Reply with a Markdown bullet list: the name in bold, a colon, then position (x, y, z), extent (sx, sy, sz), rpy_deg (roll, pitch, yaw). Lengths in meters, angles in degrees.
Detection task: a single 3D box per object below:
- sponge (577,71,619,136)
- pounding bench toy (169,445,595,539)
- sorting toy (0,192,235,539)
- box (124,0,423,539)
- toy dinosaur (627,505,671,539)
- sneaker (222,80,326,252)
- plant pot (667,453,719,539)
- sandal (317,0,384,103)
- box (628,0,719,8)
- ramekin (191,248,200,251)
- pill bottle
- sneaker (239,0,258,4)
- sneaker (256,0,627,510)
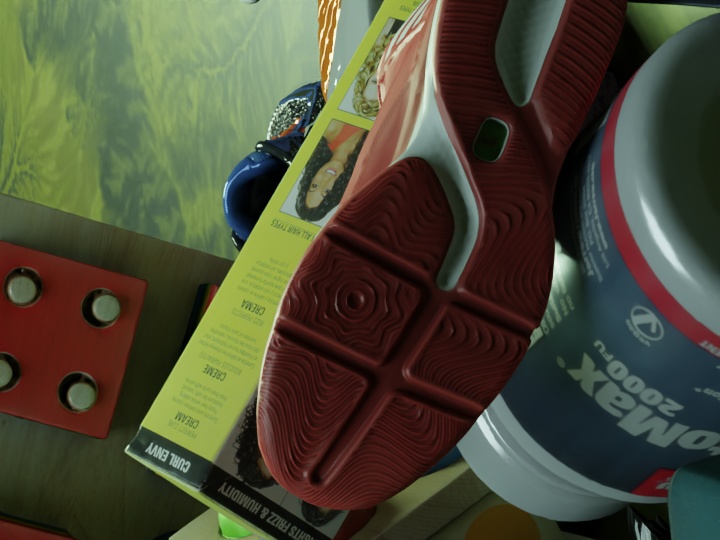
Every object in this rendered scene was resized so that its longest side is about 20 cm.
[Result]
- **sponge**: position (0.062, -0.007, 1.113), extent (0.112, 0.030, 0.200), rpy_deg (64, 152, 30)
- **pounding bench toy**: position (0.006, 0.128, 1.119), extent (0.157, 0.124, 0.200), rpy_deg (62, 159, -16)
- **sorting toy**: position (-0.099, 0.086, 1.209), extent (0.070, 0.198, 0.201), rpy_deg (180, 105, -78)
- **box**: position (0.000, 0.000, 1.001), extent (0.050, 0.075, 0.201), rpy_deg (21, 77, 48)
- **toy dinosaur**: position (0.091, 0.164, 0.990), extent (0.136, 0.199, 0.102), rpy_deg (-60, 20, 6)
- **sneaker**: position (-0.020, -0.037, 1.178), extent (0.200, 0.078, 0.076), rpy_deg (-118, 38, -70)
- **plant pot**: position (0.202, 0.121, 0.753), extent (0.200, 0.141, 0.142), rpy_deg (10, 109, 61)
- **sandal**: position (0.019, -0.085, 1.114), extent (0.079, 0.059, 0.208), rpy_deg (113, 159, -54)
- **box**: position (0.096, -0.163, 0.923), extent (0.200, 0.078, 0.142), rpy_deg (15, 112, 62)
- **ramekin**: position (-0.101, 0.086, 1.341), extent (0.200, 0.097, 0.202), rpy_deg (-12, -90, -88)
- **pill bottle**: position (0.104, 0.010, 0.929), extent (0.120, 0.119, 0.200), rpy_deg (70, 154, 17)
- **sneaker**: position (-0.058, -0.183, 1.208), extent (0.200, 0.086, 0.075), rpy_deg (126, 148, -55)
- **sneaker**: position (0.025, -0.017, 0.907), extent (0.201, 0.078, 0.116), rpy_deg (-62, 4, -4)
